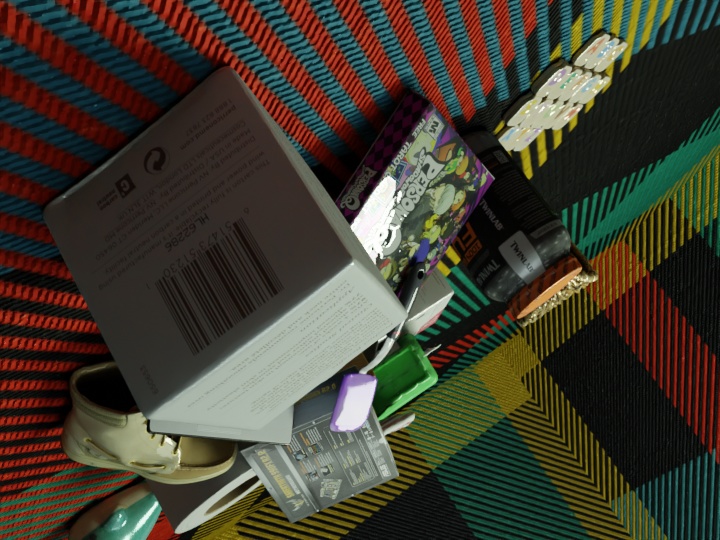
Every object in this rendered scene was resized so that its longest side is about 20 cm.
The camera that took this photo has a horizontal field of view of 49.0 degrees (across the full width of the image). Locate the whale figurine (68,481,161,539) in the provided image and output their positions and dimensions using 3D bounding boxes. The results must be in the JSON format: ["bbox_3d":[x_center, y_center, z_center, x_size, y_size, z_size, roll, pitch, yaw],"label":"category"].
[{"bbox_3d":[-0.381,0.420,1.310,0.198,0.105,0.160,-33,164,-14],"label":"whale figurine"}]

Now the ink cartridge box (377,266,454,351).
[{"bbox_3d":[0.037,0.077,1.261,0.198,0.083,0.147,-31,165,-19],"label":"ink cartridge box"}]

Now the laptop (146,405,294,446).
[{"bbox_3d":[-0.093,0.066,0.781,0.114,0.205,0.185,-8,162,41],"label":"laptop"}]

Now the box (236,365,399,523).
[{"bbox_3d":[-0.048,0.215,0.954,0.155,0.049,0.202,-22,138,-1],"label":"box"}]

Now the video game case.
[{"bbox_3d":[0.040,-0.051,0.791,0.202,0.036,0.181,-56,147,2],"label":"video game case"}]

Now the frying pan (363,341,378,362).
[{"bbox_3d":[0.015,0.100,1.074,0.191,0.030,0.117,104,-1,-66],"label":"frying pan"}]

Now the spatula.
[{"bbox_3d":[0.023,0.082,0.836,0.056,0.021,0.203,13,109,-44],"label":"spatula"}]

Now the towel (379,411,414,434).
[{"bbox_3d":[-0.025,0.258,1.143,0.197,0.030,0.146,-26,174,27],"label":"towel"}]

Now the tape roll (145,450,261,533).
[{"bbox_3d":[-0.216,0.264,1.150,0.200,0.140,0.203,-33,164,-10],"label":"tape roll"}]

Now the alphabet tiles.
[{"bbox_3d":[0.251,-0.218,0.999,0.196,0.015,0.198,-46,162,30],"label":"alphabet tiles"}]

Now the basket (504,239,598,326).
[{"bbox_3d":[0.243,-0.052,1.117,0.147,0.202,0.143,-30,163,-10],"label":"basket"}]

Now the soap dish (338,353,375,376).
[{"bbox_3d":[-0.093,0.136,1.002,0.195,0.083,0.157,-12,177,-13],"label":"soap dish"}]

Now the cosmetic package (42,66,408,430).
[{"bbox_3d":[-0.087,0.000,0.585,0.166,0.168,0.200,-36,162,2],"label":"cosmetic package"}]

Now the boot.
[{"bbox_3d":[-0.217,0.162,0.848,0.196,0.074,0.156,14,141,-15],"label":"boot"}]

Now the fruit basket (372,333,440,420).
[{"bbox_3d":[0.042,0.167,1.261,0.183,0.095,0.200,-33,180,-3],"label":"fruit basket"}]

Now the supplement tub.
[{"bbox_3d":[0.164,-0.053,0.934,0.121,0.202,0.123,-32,164,-10],"label":"supplement tub"}]
